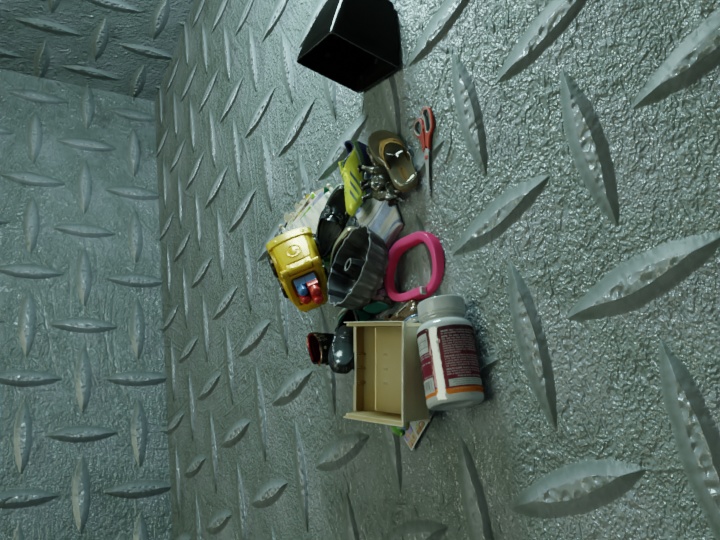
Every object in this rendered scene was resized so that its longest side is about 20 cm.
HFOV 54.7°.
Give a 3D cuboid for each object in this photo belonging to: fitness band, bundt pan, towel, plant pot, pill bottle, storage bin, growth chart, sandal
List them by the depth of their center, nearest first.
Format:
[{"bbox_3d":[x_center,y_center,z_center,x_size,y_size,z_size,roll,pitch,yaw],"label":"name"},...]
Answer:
[{"bbox_3d":[0.169,0.159,1.346,0.114,0.112,0.205,-35,56,53],"label":"pill bottle"},{"bbox_3d":[0.049,0.209,1.459,0.196,0.092,0.206,-5,84,47],"label":"storage bin"},{"bbox_3d":[0.114,-0.006,1.545,0.199,0.037,0.147,-23,65,56],"label":"fitness band"},{"bbox_3d":[0.075,-0.264,1.604,0.202,0.079,0.054,64,-178,37],"label":"sandal"},{"bbox_3d":[0.000,0.000,1.624,0.202,0.075,0.205,-48,30,39],"label":"bundt pan"},{"bbox_3d":[0.039,-0.136,1.710,0.148,0.023,0.203,-55,41,40],"label":"towel"},{"bbox_3d":[-0.020,-0.591,1.732,0.198,0.197,0.182,-11,65,59],"label":"plant pot"},{"bbox_3d":[-0.123,-0.137,1.866,0.199,0.018,0.146,-40,69,14],"label":"growth chart"}]

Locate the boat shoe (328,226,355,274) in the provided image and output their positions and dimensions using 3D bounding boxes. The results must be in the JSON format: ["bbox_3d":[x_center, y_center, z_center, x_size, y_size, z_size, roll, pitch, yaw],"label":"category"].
[{"bbox_3d":[-0.049,-0.043,1.803,0.077,0.070,0.202,-99,27,-49],"label":"boat shoe"}]

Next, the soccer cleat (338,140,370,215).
[{"bbox_3d":[-0.024,-0.233,1.745,0.064,0.082,0.205,-31,47,58],"label":"soccer cleat"}]

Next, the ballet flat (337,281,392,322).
[{"bbox_3d":[0.013,0.079,1.691,0.199,0.068,0.073,-32,40,50],"label":"ballet flat"}]

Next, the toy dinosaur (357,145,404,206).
[{"bbox_3d":[0.047,-0.215,1.661,0.078,0.100,0.203,82,-179,-49],"label":"toy dinosaur"}]

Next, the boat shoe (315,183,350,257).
[{"bbox_3d":[-0.074,-0.123,1.793,0.202,0.073,0.066,-63,2,15],"label":"boat shoe"}]

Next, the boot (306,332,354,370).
[{"bbox_3d":[-0.035,0.212,1.658,0.201,0.148,0.074,58,133,46],"label":"boot"}]

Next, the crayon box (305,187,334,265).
[{"bbox_3d":[-0.108,-0.117,1.928,0.118,0.057,0.205,-11,76,59],"label":"crayon box"}]

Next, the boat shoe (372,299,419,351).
[{"bbox_3d":[0.079,0.136,1.561,0.199,0.071,0.074,-41,46,38],"label":"boat shoe"}]

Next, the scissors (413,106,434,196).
[{"bbox_3d":[0.150,-0.266,1.544,0.073,0.014,0.205,-38,52,50],"label":"scissors"}]

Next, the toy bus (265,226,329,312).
[{"bbox_3d":[-0.133,0.029,1.703,0.193,0.133,0.202,-119,9,-45],"label":"toy bus"}]

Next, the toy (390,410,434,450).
[{"bbox_3d":[0.113,0.274,1.491,0.116,0.046,0.203,56,133,45],"label":"toy"}]

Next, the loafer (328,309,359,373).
[{"bbox_3d":[-0.036,0.159,1.594,0.202,0.066,0.072,-78,-5,-60],"label":"loafer"}]
